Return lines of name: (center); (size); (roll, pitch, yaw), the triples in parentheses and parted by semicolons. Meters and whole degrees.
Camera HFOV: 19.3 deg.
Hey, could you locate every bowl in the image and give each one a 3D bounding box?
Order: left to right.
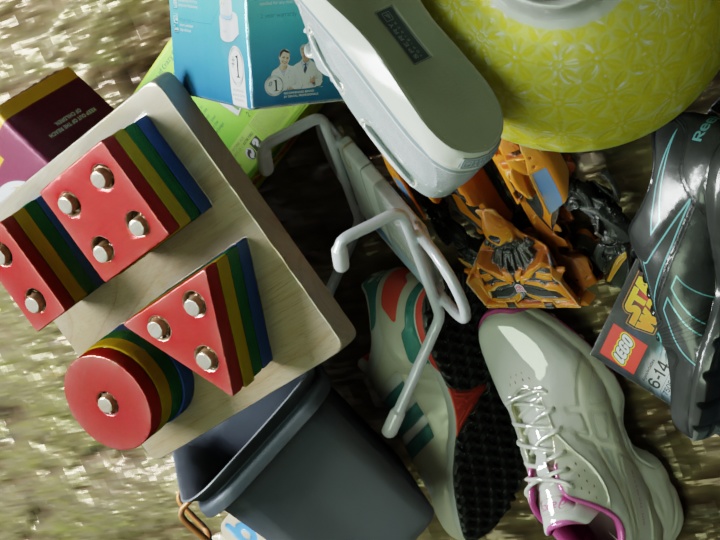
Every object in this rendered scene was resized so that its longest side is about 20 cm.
bowl: (0.110, -0.170, 1.137); (0.199, 0.108, 0.201); (-1, 86, 10)

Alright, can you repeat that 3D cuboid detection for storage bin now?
storage bin: (-0.040, 0.140, 1.415); (0.134, 0.200, 0.146); (42, 91, -11)

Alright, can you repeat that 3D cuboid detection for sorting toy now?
sorting toy: (-0.137, 0.013, 1.317); (0.200, 0.070, 0.199); (-32, 95, 40)

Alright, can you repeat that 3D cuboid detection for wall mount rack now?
wall mount rack: (0.000, 0.000, 1.347); (0.200, 0.074, 0.174); (52, 166, 45)

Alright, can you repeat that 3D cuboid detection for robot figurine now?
robot figurine: (0.083, -0.048, 1.289); (0.145, 0.058, 0.200); (-1, 133, 39)

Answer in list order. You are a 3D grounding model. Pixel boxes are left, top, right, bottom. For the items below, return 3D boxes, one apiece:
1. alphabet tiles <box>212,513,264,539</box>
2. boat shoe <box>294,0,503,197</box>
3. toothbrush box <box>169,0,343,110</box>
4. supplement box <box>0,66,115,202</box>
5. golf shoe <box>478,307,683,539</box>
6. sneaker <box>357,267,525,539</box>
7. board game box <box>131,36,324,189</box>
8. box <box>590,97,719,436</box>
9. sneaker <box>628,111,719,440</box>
alphabet tiles: (-0.027, 0.250, 1.595); (0.196, 0.015, 0.200); (42, 131, 6)
boat shoe: (-0.001, -0.125, 1.139); (0.201, 0.070, 0.072); (56, 144, 14)
toothbrush box: (-0.057, -0.201, 1.238); (0.146, 0.085, 0.201); (-161, 65, -66)
supplement box: (-0.171, -0.023, 1.423); (0.200, 0.086, 0.110); (43, 131, 6)
golf shoe: (0.133, 0.113, 1.357); (0.075, 0.092, 0.200); (-27, 100, 43)
sneaker: (0.049, 0.086, 1.426); (0.093, 0.070, 0.200); (16, 127, 47)
board game box: (-0.097, -0.105, 1.416); (0.102, 0.048, 0.200); (45, 131, 5)
box: (0.235, 0.008, 1.263); (0.137, 0.040, 0.200); (33, 129, 15)
sneaker: (0.199, 0.001, 1.222); (0.079, 0.075, 0.201); (24, 121, 38)
